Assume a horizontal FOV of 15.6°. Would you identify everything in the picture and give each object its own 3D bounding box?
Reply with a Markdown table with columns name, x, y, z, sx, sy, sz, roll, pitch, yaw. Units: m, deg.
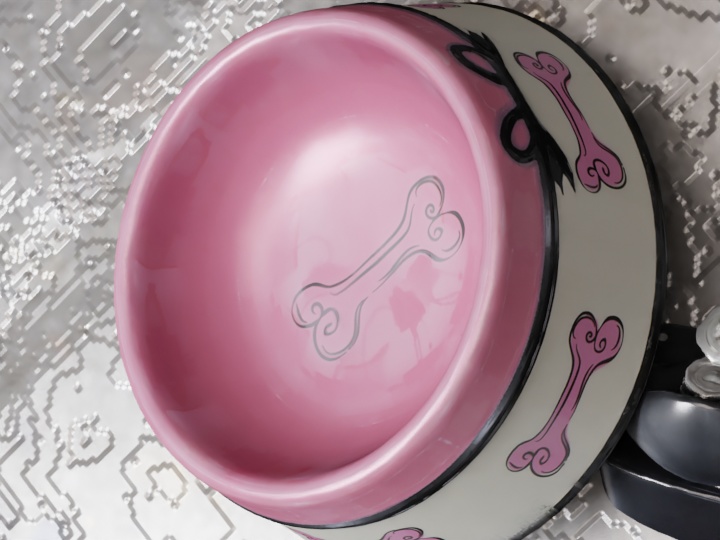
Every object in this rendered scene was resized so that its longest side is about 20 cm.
| name | x | y | z | sx | sy | sz | roll | pitch | yaw |
| --- | --- | --- | --- | --- | --- | --- | --- | --- | --- |
| can opener | 0.174 | 0.056 | 0.851 | 0.200 | 0.079 | 0.063 | 7 | 51 | 20 |
| dog bowl | 0.000 | 0.000 | 0.884 | 0.200 | 0.074 | 0.200 | -9 | 76 | 37 |
